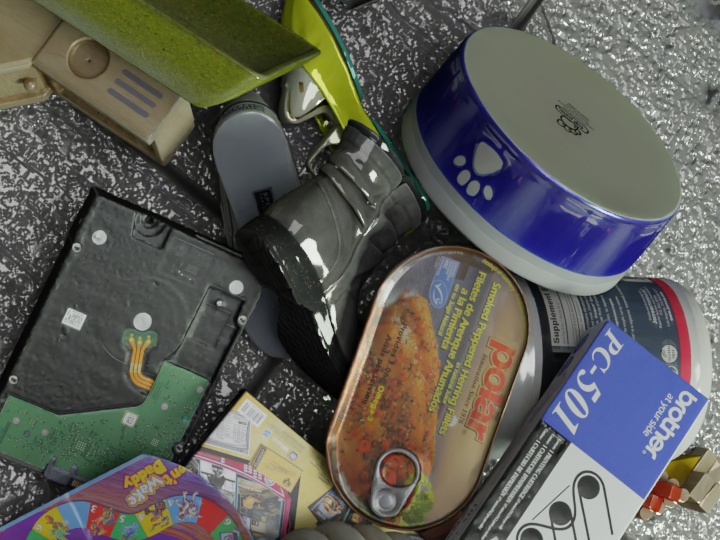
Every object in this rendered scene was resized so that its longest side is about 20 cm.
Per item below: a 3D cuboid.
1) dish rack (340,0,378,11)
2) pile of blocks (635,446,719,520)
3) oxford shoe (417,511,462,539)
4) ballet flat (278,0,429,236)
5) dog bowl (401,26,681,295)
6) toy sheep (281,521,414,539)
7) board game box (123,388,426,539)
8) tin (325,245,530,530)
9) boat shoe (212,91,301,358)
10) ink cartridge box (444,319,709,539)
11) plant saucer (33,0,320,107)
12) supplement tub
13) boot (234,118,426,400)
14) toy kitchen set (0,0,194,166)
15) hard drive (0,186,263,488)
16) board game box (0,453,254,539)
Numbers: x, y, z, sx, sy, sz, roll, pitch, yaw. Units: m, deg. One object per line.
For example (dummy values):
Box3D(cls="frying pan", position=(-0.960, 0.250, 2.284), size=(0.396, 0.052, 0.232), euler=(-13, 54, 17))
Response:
Box3D(cls="dish rack", position=(0.033, -0.280, 1.656), size=(0.200, 0.054, 0.154), euler=(-29, 100, -40))
Box3D(cls="pile of blocks", position=(0.195, 0.162, 1.736), size=(0.200, 0.062, 0.082), euler=(-14, 94, -19))
Box3D(cls="oxford shoe", position=(-0.021, 0.174, 1.659), size=(0.199, 0.070, 0.075), euler=(-6, 89, -19))
Box3D(cls="ballet flat", position=(-0.020, -0.108, 1.663), size=(0.067, 0.067, 0.200), euler=(-31, 101, -14))
Box3D(cls="dog bowl", position=(0.132, -0.081, 1.643), size=(0.200, 0.200, 0.079), euler=(29, 121, -16))
Box3D(cls="toy sheep", position=(-0.020, 0.234, 1.525), size=(0.200, 0.138, 0.138), euler=(-1, 90, -30))
Box3D(cls="board game box", position=(-0.049, 0.198, 1.605), size=(0.200, 0.035, 0.136), euler=(41, 84, -5))
Box3D(cls="tin", position=(0.048, 0.081, 1.571), size=(0.112, 0.042, 0.200), euler=(21, 91, 10))
Box3D(cls="boat shoe", position=(-0.063, -0.035, 1.644), size=(0.073, 0.065, 0.200), euler=(-6, 116, -1))
Box3D(cls="ink cartridge box", position=(0.146, 0.141, 1.561), size=(0.094, 0.044, 0.200), euler=(38, 69, -4))
Box3D(cls="plant saucer", position=(-0.139, -0.174, 1.545), size=(0.199, 0.200, 0.048), euler=(33, 104, 3))
Box3D(cls="supplement tub", position=(0.144, 0.070, 1.677), size=(0.199, 0.140, 0.141), euler=(3, 89, -19))
Box3D(cls="boot", position=(0.000, 0.000, 1.604), size=(0.132, 0.070, 0.200), euler=(-43, 141, -20))
Box3D(cls="toy kitchen set", position=(-0.245, -0.092, 1.504), size=(0.180, 0.163, 0.200), euler=(34, 79, 9))
Box3D(cls="hard drive", position=(-0.168, 0.058, 1.600), size=(0.139, 0.038, 0.200), euler=(23, 98, -17))
Box3D(cls="board game box", position=(-0.166, 0.224, 1.554), size=(0.200, 0.039, 0.158), euler=(-27, 93, 1))
